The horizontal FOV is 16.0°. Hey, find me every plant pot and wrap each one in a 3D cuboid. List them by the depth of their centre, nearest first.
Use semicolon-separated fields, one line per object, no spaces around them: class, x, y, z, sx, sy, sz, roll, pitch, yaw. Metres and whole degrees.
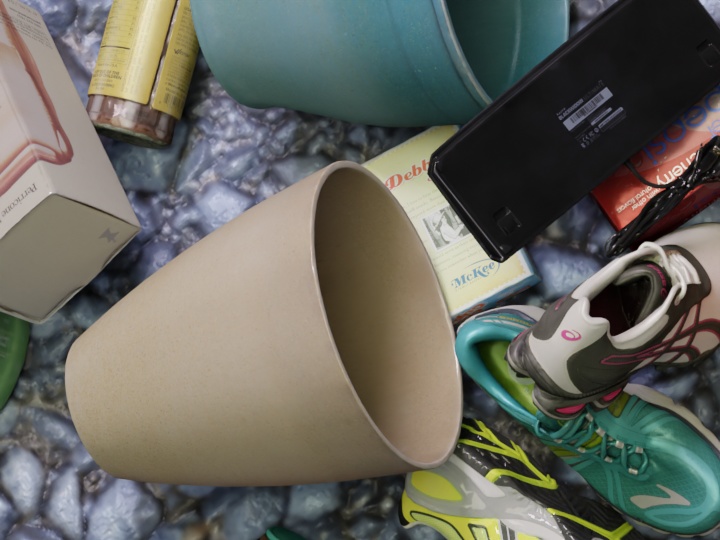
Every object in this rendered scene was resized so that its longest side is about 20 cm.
plant pot;-0.069;0.055;1.526;0.200;0.187;0.188;-19;76;22
plant pot;0.004;-0.177;1.574;0.188;0.200;0.200;-6;79;26

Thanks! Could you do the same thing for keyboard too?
keyboard;0.147;-0.074;1.508;0.200;0.021;0.127;-39;93;-13

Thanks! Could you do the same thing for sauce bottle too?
sauce bottle;-0.126;-0.180;1.666;0.065;0.065;0.200;14;83;15

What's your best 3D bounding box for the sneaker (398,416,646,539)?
sneaker;0.111;0.173;1.553;0.200;0.075;0.076;39;112;19

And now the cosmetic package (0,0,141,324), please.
cosmetic package;-0.231;-0.079;1.620;0.103;0.087;0.200;-43;54;19

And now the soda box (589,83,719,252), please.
soda box;0.228;-0.096;1.566;0.200;0.063;0.070;-36;76;6

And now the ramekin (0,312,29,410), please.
ramekin;-0.324;0.030;1.657;0.200;0.098;0.200;-2;80;13

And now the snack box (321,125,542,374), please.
snack box;0.000;0.000;1.617;0.200;0.037;0.116;-27;77;8

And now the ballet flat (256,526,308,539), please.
ballet flat;0.012;0.226;1.566;0.200;0.068;0.068;25;96;26

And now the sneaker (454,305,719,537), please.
sneaker;0.137;0.095;1.543;0.200;0.080;0.078;35;103;17

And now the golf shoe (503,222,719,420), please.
golf shoe;0.177;0.019;1.506;0.200;0.088;0.077;-32;74;-37
